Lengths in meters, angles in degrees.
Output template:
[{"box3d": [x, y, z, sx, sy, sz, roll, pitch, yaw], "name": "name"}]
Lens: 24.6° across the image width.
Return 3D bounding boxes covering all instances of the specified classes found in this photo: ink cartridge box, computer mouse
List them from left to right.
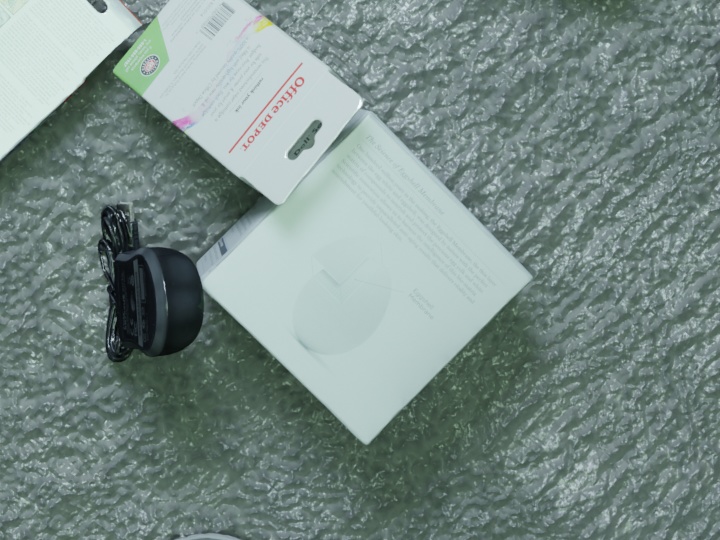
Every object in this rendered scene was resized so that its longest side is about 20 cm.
[{"box3d": [-0.291, -0.176, 1.384, 0.200, 0.050, 0.109, -43, 100, -1], "name": "ink cartridge box"}, {"box3d": [-0.167, 0.017, 1.356, 0.053, 0.200, 0.139, -3, 96, -22], "name": "computer mouse"}, {"box3d": [-0.090, -0.143, 1.357, 0.200, 0.067, 0.117, 41, 92, 23], "name": "ink cartridge box"}]

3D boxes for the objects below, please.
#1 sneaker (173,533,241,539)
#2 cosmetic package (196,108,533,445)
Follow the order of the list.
[{"box3d": [-0.101, 0.276, 1.450, 0.200, 0.082, 0.075, 1, 97, -7], "name": "sneaker"}, {"box3d": [0.000, 0.000, 1.406, 0.200, 0.123, 0.199, -44, 100, 1], "name": "cosmetic package"}]
